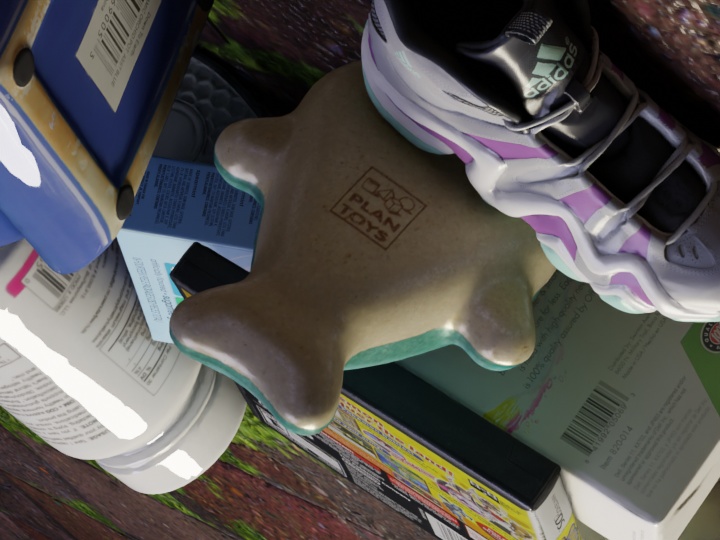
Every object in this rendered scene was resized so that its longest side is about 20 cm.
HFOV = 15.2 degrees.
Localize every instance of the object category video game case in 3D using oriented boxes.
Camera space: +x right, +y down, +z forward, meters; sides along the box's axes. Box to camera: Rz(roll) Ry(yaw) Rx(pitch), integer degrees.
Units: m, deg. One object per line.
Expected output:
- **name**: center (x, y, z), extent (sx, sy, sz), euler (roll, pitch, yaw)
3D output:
- **video game case**: center (0.015, 0.077, 1.239), extent (0.200, 0.026, 0.181), euler (32, 166, 22)

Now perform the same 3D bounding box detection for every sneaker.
- **sneaker**: center (-0.117, -0.070, 1.436), extent (0.202, 0.077, 0.146), euler (26, 166, 19)
- **sneaker**: center (0.079, -0.060, 1.027), extent (0.200, 0.078, 0.140), euler (32, 165, 14)

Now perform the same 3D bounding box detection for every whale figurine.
- **whale figurine**: center (0.000, 0.000, 1.120), extent (0.159, 0.200, 0.104), euler (35, 140, 9)

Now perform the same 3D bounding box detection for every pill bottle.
- **pill bottle**: center (-0.157, 0.032, 1.472), extent (0.113, 0.113, 0.200), euler (18, 159, 49)

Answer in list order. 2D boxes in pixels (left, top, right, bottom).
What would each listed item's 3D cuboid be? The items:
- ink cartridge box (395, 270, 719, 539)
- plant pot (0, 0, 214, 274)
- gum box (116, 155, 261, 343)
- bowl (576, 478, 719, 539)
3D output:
- **ink cartridge box**: center (0.081, 0.027, 1.214), extent (0.200, 0.117, 0.067), euler (33, 164, 17)
- **plant pot**: center (-0.180, -0.119, 1.183), extent (0.180, 0.200, 0.200), euler (10, 155, 24)
- **gum box**: center (-0.014, 0.005, 1.355), extent (0.200, 0.045, 0.170), euler (10, 160, 6)
- **bowl**: center (0.149, 0.129, 1.402), extent (0.201, 0.090, 0.201), euler (28, 172, 4)
